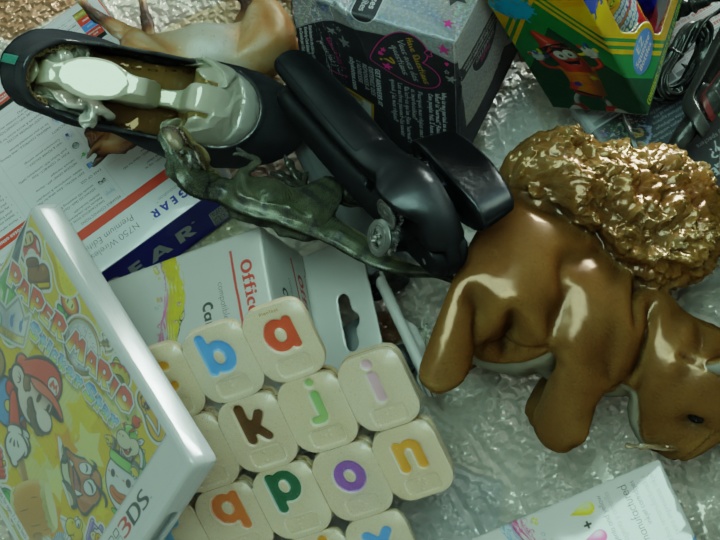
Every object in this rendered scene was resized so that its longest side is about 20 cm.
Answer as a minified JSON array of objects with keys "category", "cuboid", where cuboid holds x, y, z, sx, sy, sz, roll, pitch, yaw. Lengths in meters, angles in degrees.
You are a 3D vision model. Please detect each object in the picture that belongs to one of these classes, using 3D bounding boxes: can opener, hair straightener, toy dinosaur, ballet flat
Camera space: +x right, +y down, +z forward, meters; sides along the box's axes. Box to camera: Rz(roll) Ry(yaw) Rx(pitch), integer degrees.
[{"category":"can opener","cuboid":[0.000,0.000,1.314,0.066,0.053,0.201,-22,67,1]},{"category":"hair straightener","cuboid":[0.228,-0.147,1.323,0.077,0.041,0.200,26,80,40]},{"category":"toy dinosaur","cuboid":[-0.028,-0.041,1.259,0.199,0.088,0.048,22,118,7]},{"category":"can opener","cuboid":[0.007,-0.065,1.223,0.078,0.064,0.200,-21,43,-29]},{"category":"ballet flat","cuboid":[-0.125,-0.106,1.277,0.199,0.073,0.073,12,70,-13]}]

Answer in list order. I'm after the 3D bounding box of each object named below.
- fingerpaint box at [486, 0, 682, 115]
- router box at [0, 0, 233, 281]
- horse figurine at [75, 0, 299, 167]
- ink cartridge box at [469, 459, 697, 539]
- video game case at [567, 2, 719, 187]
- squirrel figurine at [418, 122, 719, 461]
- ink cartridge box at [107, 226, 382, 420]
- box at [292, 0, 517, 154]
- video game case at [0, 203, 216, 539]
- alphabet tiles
[{"category":"fingerpaint box","cuboid":[0.153,-0.225,1.276,0.073,0.167,0.201,9,68,29]},{"category":"router box","cuboid":[-0.207,-0.058,1.376,0.200,0.049,0.180,-36,67,-5]},{"category":"horse figurine","cuboid":[-0.104,-0.154,1.356,0.199,0.050,0.133,-15,60,-17]},{"category":"ink cartridge box","cuboid":[0.108,0.208,1.206,0.199,0.068,0.115,-24,67,1]},{"category":"video game case","cuboid":[0.240,-0.128,1.338,0.200,0.023,0.182,-31,67,-3]},{"category":"squirrel figurine","cuboid":[0.156,0.016,1.227,0.186,0.142,0.201,20,89,9]},{"category":"ink cartridge box","cuboid":[-0.090,0.050,1.279,0.199,0.067,0.117,-20,67,17]},{"category":"box","cuboid":[0.051,-0.192,1.316,0.114,0.132,0.200,17,59,15]},{"category":"video game case","cuboid":[-0.178,0.093,1.237,0.023,0.182,0.200,-8,54,-43]},{"category":"alphabet tiles","cuboid":[-0.049,0.115,1.225,0.199,0.015,0.196,-20,110,18]}]
